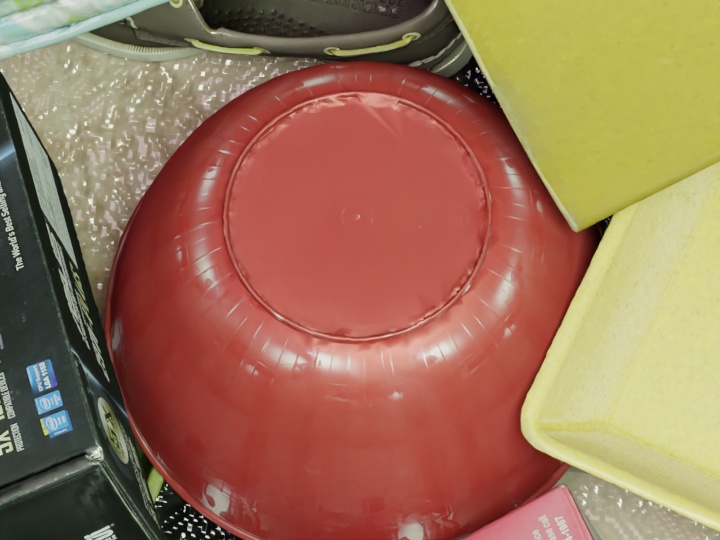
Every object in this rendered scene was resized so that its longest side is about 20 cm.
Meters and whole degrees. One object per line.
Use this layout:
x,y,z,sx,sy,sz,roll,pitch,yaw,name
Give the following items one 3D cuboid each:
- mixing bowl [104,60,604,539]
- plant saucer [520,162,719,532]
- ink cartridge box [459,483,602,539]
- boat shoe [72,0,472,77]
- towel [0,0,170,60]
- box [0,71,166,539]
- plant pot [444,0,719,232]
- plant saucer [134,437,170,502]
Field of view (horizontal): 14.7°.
0.000,0.000,1.028,0.200,0.108,0.201,0,70,1,mixing bowl
0.185,0.020,1.018,0.200,0.048,0.200,24,73,9,plant saucer
0.022,0.189,0.990,0.200,0.083,0.147,-29,40,5,ink cartridge box
-0.052,-0.118,1.110,0.200,0.060,0.072,11,82,14,boat shoe
-0.080,-0.175,1.095,0.200,0.048,0.171,-19,45,7,towel
-0.178,0.040,1.025,0.164,0.086,0.200,-21,54,3,box
0.123,-0.169,0.971,0.200,0.196,0.194,-19,45,13,plant pot
-0.184,0.116,1.068,0.199,0.048,0.200,12,56,14,plant saucer
